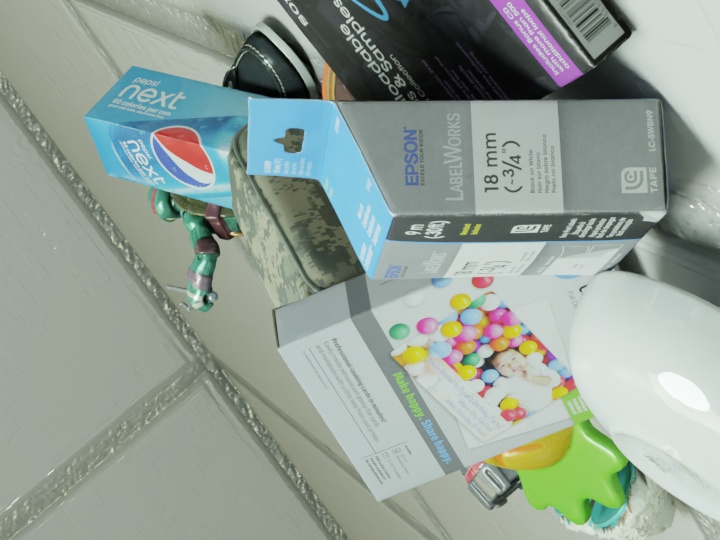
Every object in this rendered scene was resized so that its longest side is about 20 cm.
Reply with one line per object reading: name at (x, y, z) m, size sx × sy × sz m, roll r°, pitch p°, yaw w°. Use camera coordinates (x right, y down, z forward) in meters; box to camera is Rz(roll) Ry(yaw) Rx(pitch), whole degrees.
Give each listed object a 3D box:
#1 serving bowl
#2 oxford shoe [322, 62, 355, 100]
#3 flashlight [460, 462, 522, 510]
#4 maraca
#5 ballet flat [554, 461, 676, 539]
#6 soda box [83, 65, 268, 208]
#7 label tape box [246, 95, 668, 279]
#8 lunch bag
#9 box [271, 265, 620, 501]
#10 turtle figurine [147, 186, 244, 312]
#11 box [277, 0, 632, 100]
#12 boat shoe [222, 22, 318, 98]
serving bowl at (0.188, 0.086, 0.969) m, size 0.200 × 0.066 × 0.200 m, roll 36°, pitch 169°, yaw 8°
oxford shoe at (0.021, -0.117, 1.068) m, size 0.072 × 0.071 × 0.200 m, roll 38°, pitch 164°, yaw 31°
flashlight at (0.076, 0.127, 1.653) m, size 0.200 × 0.068 × 0.068 m, roll 46°, pitch 170°, yaw 16°
maraca at (0.111, 0.091, 1.271) m, size 0.200 × 0.107 × 0.137 m, roll 53°, pitch 147°, yaw 2°
ballet flat at (0.201, 0.171, 1.353) m, size 0.072 × 0.072 × 0.200 m, roll 50°, pitch 171°, yaw -2°
soda box at (-0.111, -0.097, 1.383) m, size 0.199 × 0.068 × 0.064 m, roll 15°, pitch 141°, yaw 33°
label tape box at (0.042, -0.039, 0.921) m, size 0.144 × 0.199 × 0.064 m, roll 107°, pitch 162°, yaw -77°
lunch bag at (0.000, 0.000, 1.206) m, size 0.200 × 0.139 × 0.168 m, roll -122°, pitch 22°, yaw -43°
box at (0.069, 0.048, 1.092) m, size 0.041 × 0.199 × 0.156 m, roll -103°, pitch -13°, yaw -49°
turtle figurine at (-0.102, -0.038, 1.459) m, size 0.199 × 0.150 × 0.101 m, roll 9°, pitch 144°, yaw 24°
box at (0.035, -0.137, 0.914) m, size 0.143 × 0.036 × 0.200 m, roll 51°, pitch 155°, yaw -6°
boat shoe at (-0.078, -0.133, 1.429) m, size 0.076 × 0.060 × 0.200 m, roll 48°, pitch 169°, yaw 12°
